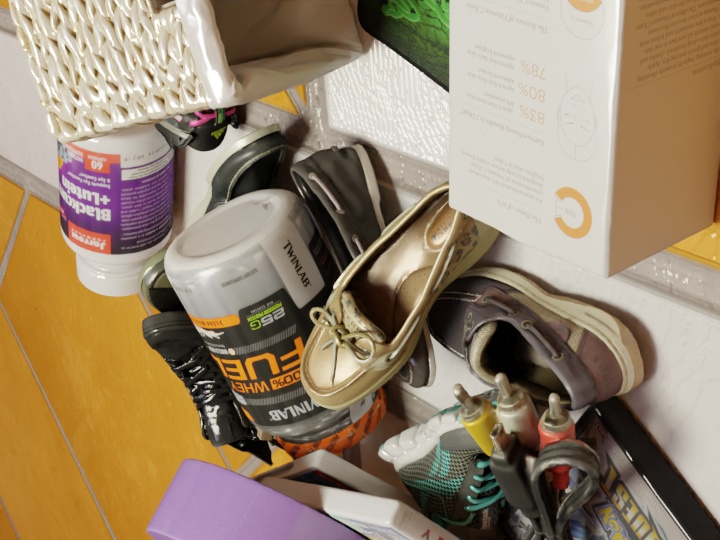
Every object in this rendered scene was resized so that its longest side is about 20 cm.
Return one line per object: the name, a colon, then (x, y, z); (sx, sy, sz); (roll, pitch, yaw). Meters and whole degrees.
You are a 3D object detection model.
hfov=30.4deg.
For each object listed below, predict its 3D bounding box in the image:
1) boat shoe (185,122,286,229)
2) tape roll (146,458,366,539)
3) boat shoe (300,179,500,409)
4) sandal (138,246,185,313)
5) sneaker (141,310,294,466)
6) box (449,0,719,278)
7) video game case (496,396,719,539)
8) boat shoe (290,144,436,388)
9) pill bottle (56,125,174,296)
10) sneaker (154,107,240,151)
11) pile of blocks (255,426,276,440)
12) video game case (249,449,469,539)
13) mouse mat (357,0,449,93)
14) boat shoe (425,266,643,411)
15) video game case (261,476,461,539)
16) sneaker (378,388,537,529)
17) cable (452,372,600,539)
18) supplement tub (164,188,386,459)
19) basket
boat shoe: (-0.094, -0.059, 1.130); (0.068, 0.072, 0.200); (55, 151, 13)
tape roll: (-0.068, 0.225, 1.061); (0.200, 0.066, 0.200); (25, 162, 9)
boat shoe: (0.016, 0.014, 0.914); (0.073, 0.063, 0.200); (42, 107, 21)
sandal: (-0.160, 0.015, 1.219); (0.057, 0.080, 0.201); (48, 169, 21)
sneaker: (-0.126, 0.111, 1.208); (0.060, 0.200, 0.104); (-16, 65, 24)
box: (0.123, -0.118, 0.723); (0.124, 0.097, 0.200); (29, 131, 43)
video game case: (0.185, 0.209, 0.895); (0.200, 0.025, 0.181); (55, 146, 22)
boat shoe: (0.000, 0.000, 0.994); (0.067, 0.057, 0.200); (114, 139, -66)
pill bottle: (-0.239, -0.076, 1.298); (0.111, 0.111, 0.200); (43, 141, 36)
sneaker: (-0.129, -0.148, 1.128); (0.200, 0.074, 0.088); (-7, 106, 60)
pile of blocks: (-0.080, 0.056, 1.171); (0.062, 0.082, 0.200); (-134, 25, -64)
video game case: (-0.015, 0.205, 1.124); (0.143, 0.017, 0.200); (31, 154, -15)
mouse mat: (0.063, -0.189, 0.865); (0.200, 0.008, 0.161); (44, 141, 37)
boat shoe: (0.100, 0.047, 0.892); (0.200, 0.065, 0.072); (20, 127, 53)
video game case: (0.036, 0.218, 1.031); (0.182, 0.023, 0.200); (36, 159, -25)
sneaker: (0.084, 0.142, 0.967); (0.091, 0.077, 0.200); (66, 158, 10)
cable: (0.127, 0.147, 0.872); (0.097, 0.050, 0.200); (6, 140, 32)
supplement tub: (-0.061, 0.046, 1.062); (0.122, 0.122, 0.200); (10, 133, 55)
basket: (-0.126, -0.208, 0.921); (0.161, 0.200, 0.199); (-11, 101, 30)
